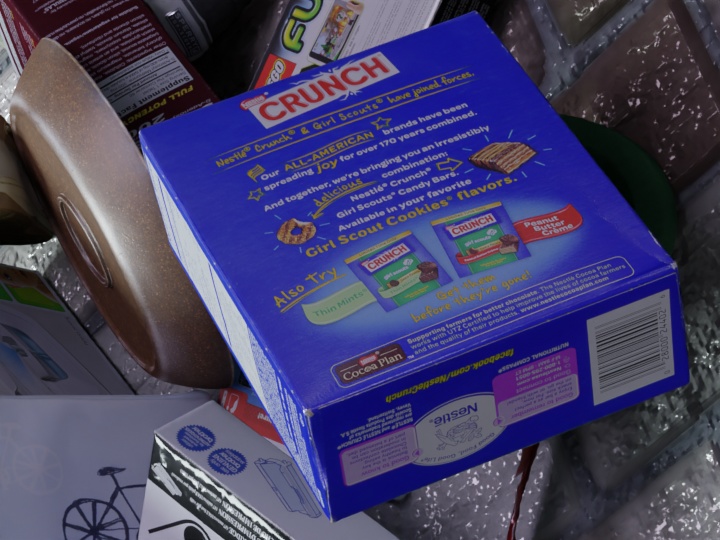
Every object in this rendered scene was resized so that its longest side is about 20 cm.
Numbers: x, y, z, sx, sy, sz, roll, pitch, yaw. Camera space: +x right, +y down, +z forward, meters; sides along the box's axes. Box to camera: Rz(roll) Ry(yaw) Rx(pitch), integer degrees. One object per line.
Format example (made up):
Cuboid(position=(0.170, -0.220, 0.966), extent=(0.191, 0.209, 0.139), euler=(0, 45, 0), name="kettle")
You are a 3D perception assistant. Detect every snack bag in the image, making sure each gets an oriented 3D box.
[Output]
Cuboid(position=(-0.122, 0.142, 1.450), extent=(0.021, 0.188, 0.200), euler=(-46, 52, 47), name="snack bag")

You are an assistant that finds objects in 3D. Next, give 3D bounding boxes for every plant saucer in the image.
Cuboid(position=(-0.127, -0.022, 1.513), extent=(0.034, 0.200, 0.200), euler=(-28, 45, -14), name="plant saucer")

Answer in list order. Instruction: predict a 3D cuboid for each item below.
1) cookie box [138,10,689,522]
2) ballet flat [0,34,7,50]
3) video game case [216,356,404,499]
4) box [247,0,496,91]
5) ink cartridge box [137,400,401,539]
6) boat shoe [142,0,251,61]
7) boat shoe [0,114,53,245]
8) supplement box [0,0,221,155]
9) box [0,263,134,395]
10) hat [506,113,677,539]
Cuboid(position=(0.021, -0.008, 1.284), extent=(0.200, 0.171, 0.075), euler=(-122, 17, -45), name="cookie box")
Cuboid(position=(-0.208, -0.210, 1.745), extent=(0.067, 0.062, 0.200), euler=(-40, 52, 32), name="ballet flat")
Cuboid(position=(0.000, 0.000, 1.492), extent=(0.143, 0.017, 0.200), euler=(19, 92, 48), name="video game case")
Cuboid(position=(0.024, -0.155, 1.481), extent=(0.110, 0.035, 0.200), euler=(26, 91, 48), name="box")
Cuboid(position=(-0.018, 0.154, 1.379), extent=(0.200, 0.044, 0.094), euler=(34, 132, 28), name="ink cartridge box")
Cuboid(position=(-0.120, -0.175, 1.648), extent=(0.057, 0.069, 0.200), euler=(-37, 42, -8), name="boat shoe")
Cuboid(position=(-0.205, -0.050, 1.631), extent=(0.200, 0.074, 0.067), euler=(145, 122, -80), name="boat shoe")
Cuboid(position=(-0.128, -0.095, 1.572), extent=(0.061, 0.109, 0.200), euler=(-29, 53, -11), name="supplement box")
Cuboid(position=(-0.220, 0.075, 1.589), extent=(0.097, 0.176, 0.200), euler=(-59, 43, 17), name="box")
Cuboid(position=(0.064, 0.052, 1.400), extent=(0.166, 0.176, 0.200), euler=(26, 54, 35), name="hat")
